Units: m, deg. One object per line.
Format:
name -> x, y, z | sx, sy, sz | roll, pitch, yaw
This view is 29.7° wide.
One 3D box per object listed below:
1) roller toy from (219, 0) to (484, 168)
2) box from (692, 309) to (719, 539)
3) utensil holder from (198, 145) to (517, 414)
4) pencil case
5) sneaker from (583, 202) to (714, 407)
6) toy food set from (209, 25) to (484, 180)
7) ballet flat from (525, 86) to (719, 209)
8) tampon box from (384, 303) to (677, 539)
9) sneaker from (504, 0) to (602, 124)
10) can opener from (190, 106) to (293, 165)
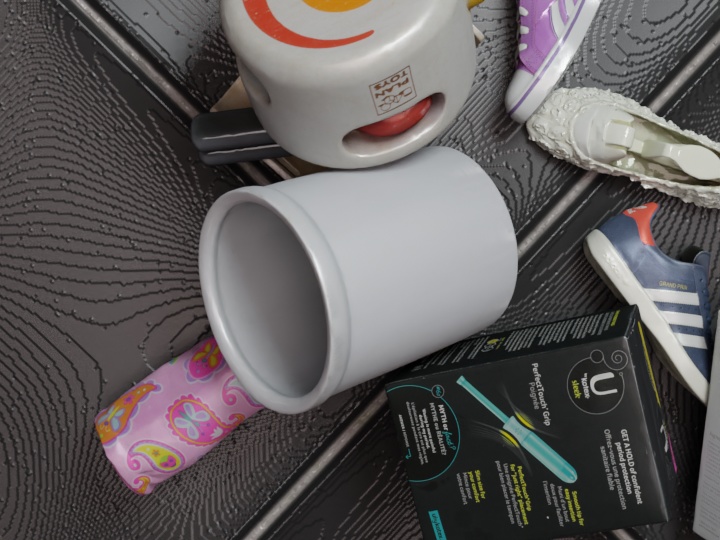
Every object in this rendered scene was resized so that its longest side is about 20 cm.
roller toy -> -0.006, -0.183, 1.010 | 0.198, 0.140, 0.184 | 14, 64, 19
box -> 0.361, 0.133, 1.117 | 0.123, 0.097, 0.203 | -7, 109, -27
utensil holder -> 0.000, 0.000, 1.058 | 0.198, 0.169, 0.172 | -18, 97, -38
pencil case -> -0.127, 0.103, 1.143 | 0.199, 0.087, 0.088 | -35, 96, 0
sneaker -> 0.278, 0.031, 1.155 | 0.084, 0.075, 0.201 | -36, 97, 1
toy food set -> -0.012, -0.163, 1.132 | 0.143, 0.060, 0.201 | 39, 92, -5
ballet flat -> 0.240, -0.108, 1.146 | 0.197, 0.072, 0.073 | 17, 94, -3
tampon box -> 0.143, 0.129, 1.104 | 0.197, 0.126, 0.152 | -12, 96, 18
sneaker -> 0.142, -0.230, 1.132 | 0.113, 0.073, 0.202 | 26, 83, -1
can opener -> -0.039, -0.126, 1.100 | 0.197, 0.053, 0.067 | -11, 66, 4
